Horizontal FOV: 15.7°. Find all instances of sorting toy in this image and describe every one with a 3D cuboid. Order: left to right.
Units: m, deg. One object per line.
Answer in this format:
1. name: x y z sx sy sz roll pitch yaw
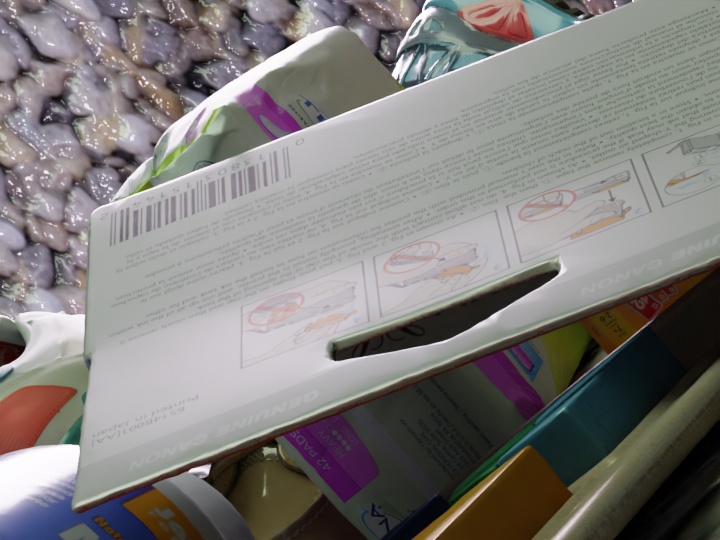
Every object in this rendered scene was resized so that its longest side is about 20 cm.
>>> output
1. sorting toy: 0.007 0.083 0.616 0.185 0.036 0.200 -42 2 35

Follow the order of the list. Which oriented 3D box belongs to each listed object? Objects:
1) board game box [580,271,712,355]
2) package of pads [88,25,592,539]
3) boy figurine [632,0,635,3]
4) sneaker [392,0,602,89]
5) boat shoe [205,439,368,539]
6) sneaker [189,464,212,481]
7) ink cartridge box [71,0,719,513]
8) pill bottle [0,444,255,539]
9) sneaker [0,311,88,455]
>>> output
1. board game box: 0.139 -0.039 0.847 0.096 0.030 0.200 -42 4 43
2. package of pads: 0.000 0.000 0.882 0.068 0.155 0.200 -42 1 17
3. boy figurine: 0.124 -0.086 0.867 0.124 0.064 0.200 -45 4 17
4. sneaker: 0.074 -0.048 1.017 0.096 0.079 0.200 -51 34 -3
5. boat shoe: -0.028 0.073 0.891 0.071 0.065 0.200 -16 8 17
6. sneaker: -0.088 0.149 0.997 0.200 0.075 0.106 -47 -17 26
7. ink cartridge box: 0.024 0.001 0.690 0.199 0.045 0.176 -21 25 7
8. pill bottle: -0.094 0.108 0.707 0.112 0.112 0.200 -42 -7 18
9. sneaker: -0.086 0.032 0.915 0.200 0.093 0.071 -42 -26 -63
